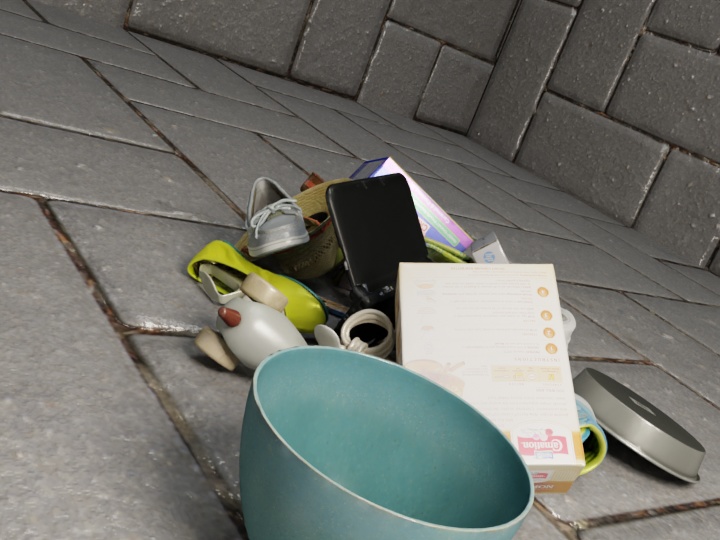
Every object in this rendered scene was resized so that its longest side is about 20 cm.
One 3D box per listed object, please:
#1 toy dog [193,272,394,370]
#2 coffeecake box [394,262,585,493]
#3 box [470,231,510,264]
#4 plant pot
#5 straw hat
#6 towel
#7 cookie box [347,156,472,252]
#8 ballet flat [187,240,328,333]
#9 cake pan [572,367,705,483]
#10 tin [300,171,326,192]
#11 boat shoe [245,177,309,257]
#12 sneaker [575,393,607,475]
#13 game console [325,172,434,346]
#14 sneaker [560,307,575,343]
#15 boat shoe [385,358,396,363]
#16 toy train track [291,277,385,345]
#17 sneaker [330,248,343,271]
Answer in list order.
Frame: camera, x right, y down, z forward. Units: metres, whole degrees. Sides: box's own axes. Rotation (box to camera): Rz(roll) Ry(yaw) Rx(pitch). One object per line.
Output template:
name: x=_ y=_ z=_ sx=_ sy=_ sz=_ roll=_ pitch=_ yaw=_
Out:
toy dog: x=-0.068 y=0.079 z=0.764 sx=0.197 sy=0.134 sz=0.096 roll=15 pitch=-6 yaw=9
coffeecake box: x=0.110 y=0.096 z=0.749 sx=0.150 sy=0.074 sz=0.203 roll=1 pitch=56 yaw=-1
box: x=0.205 y=0.052 z=1.073 sx=0.202 sy=0.041 sz=0.156 roll=63 pitch=10 yaw=-2
plant pot: x=-0.001 y=0.161 z=0.552 sx=0.197 sy=0.137 sz=0.200 roll=21 pitch=17 yaw=-7
straw hat: x=-0.075 y=-0.035 z=1.098 sx=0.086 sy=0.199 sz=0.202 roll=60 pitch=6 yaw=-20
towel: x=0.053 y=0.001 z=1.093 sx=0.142 sy=0.023 sz=0.200 roll=20 pitch=-25 yaw=-15
cookie box: x=0.058 y=-0.080 z=1.194 sx=0.171 sy=0.075 sz=0.200 roll=44 pitch=-2 yaw=-11
ballet flat: x=-0.127 y=0.028 z=0.941 sx=0.199 sy=0.068 sz=0.067 roll=30 pitch=40 yaw=31
cake pan: x=0.345 y=0.187 z=1.018 sx=0.198 sy=0.037 sz=0.200 roll=31 pitch=10 yaw=-6
tin: x=-0.018 y=-0.073 z=1.265 sx=0.200 sy=0.042 sz=0.112 roll=45 pitch=-6 yaw=-35
boat shoe: x=-0.107 y=-0.065 z=0.978 sx=0.073 sy=0.066 sz=0.202 roll=-16 pitch=18 yaw=-3
sneaker: x=0.182 y=0.155 z=0.886 sx=0.197 sy=0.081 sz=0.131 roll=20 pitch=11 yaw=-5
game console: x=0.000 y=0.000 z=0.916 sx=0.116 sy=0.177 sz=0.199 roll=44 pitch=26 yaw=14
sneaker: x=0.154 y=0.084 z=0.977 sx=0.197 sy=0.101 sz=0.078 roll=12 pitch=25 yaw=27
boat shoe: x=0.096 y=0.140 z=0.859 sx=0.199 sy=0.064 sz=0.073 roll=30 pitch=19 yaw=22
toy train track: x=-0.012 y=0.046 z=1.061 sx=0.197 sy=0.033 sz=0.115 roll=21 pitch=17 yaw=-2
sneaker: x=-0.084 y=-0.042 z=1.192 sx=0.198 sy=0.077 sz=0.076 roll=24 pitch=28 yaw=32
